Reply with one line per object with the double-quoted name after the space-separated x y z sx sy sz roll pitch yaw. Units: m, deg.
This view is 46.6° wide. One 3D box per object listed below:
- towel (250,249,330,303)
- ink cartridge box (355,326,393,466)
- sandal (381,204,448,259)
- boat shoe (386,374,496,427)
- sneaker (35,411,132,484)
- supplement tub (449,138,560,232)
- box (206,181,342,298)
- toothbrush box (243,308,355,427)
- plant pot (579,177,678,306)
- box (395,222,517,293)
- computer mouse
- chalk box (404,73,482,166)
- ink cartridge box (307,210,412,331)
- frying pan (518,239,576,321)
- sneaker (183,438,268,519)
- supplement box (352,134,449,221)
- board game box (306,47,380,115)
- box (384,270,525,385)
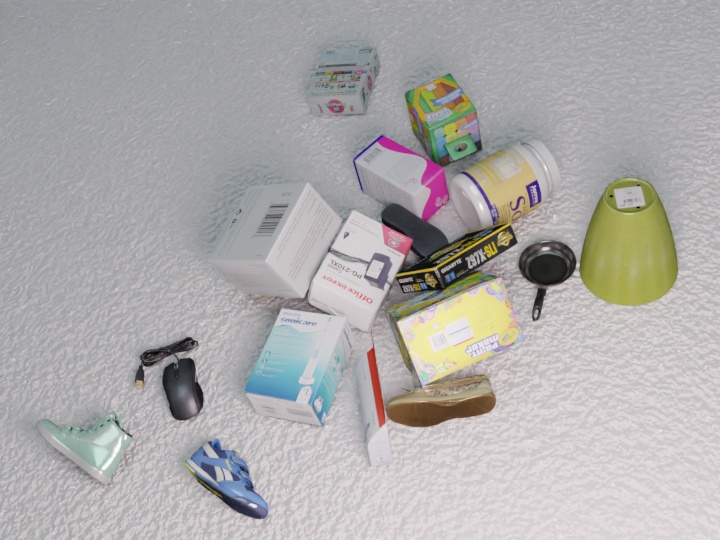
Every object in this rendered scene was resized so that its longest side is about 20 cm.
-0.151 -0.012 1.805 0.197 0.035 0.134 -18 51 14 "towel"
0.017 0.220 1.462 0.056 0.201 0.164 -12 47 2 "ink cartridge box"
0.122 -0.074 1.790 0.075 0.043 0.200 -28 49 -19 "sandal"
0.142 0.232 1.508 0.197 0.074 0.063 -5 42 -2 "boat shoe"
-0.530 0.316 1.626 0.199 0.074 0.119 27 68 22 "sneaker"
0.302 -0.175 1.752 0.198 0.146 0.146 -29 48 -9 "supplement tub"
-0.175 -0.062 1.720 0.198 0.131 0.201 1 55 43 "box"
-0.114 0.183 1.610 0.144 0.086 0.202 5 53 21 "toothbrush box"
0.503 -0.070 1.565 0.184 0.201 0.189 -8 48 9 "plant pot"
0.187 -0.023 1.639 0.199 0.050 0.159 -29 9 -24 "box"
-0.392 0.219 1.688 0.138 0.046 0.202 -17 48 0 "computer mouse"
0.200 -0.333 1.932 0.123 0.125 0.201 -23 48 -4 "chalk box"
0.000 0.000 1.703 0.143 0.085 0.201 26 58 5 "ink cartridge box"
0.375 0.018 1.642 0.113 0.031 0.192 -12 52 7 "frying pan"
-0.229 0.369 1.496 0.199 0.074 0.082 27 60 32 "sneaker"
0.091 -0.203 1.868 0.101 0.104 0.199 -41 50 -19 "supplement box"
-0.042 -0.494 2.183 0.145 0.065 0.202 2 50 19 "board game box"
0.163 0.097 1.514 0.198 0.123 0.193 -23 6 -3 "box"
